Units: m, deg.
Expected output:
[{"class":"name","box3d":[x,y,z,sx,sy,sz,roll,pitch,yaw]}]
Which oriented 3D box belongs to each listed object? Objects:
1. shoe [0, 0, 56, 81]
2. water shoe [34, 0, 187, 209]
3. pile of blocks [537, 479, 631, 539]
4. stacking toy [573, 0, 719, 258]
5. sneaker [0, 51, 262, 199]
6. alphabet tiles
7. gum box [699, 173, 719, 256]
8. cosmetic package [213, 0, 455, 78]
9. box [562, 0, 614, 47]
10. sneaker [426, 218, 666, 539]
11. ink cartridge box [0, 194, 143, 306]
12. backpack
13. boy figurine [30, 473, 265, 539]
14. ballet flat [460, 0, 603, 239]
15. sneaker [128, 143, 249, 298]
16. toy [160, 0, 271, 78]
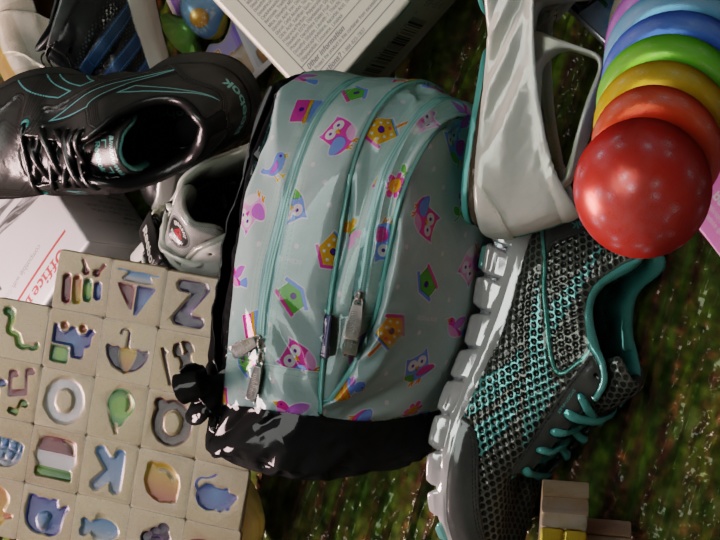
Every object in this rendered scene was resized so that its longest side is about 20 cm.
[{"class":"shoe","box3d":[-0.207,-0.166,1.126,0.053,0.069,0.201,-49,54,33]},{"class":"water shoe","box3d":[-0.159,-0.129,1.045,0.071,0.078,0.202,-176,74,-74]},{"class":"pile of blocks","box3d":[0.110,0.203,0.802,0.061,0.082,0.203,3,88,5]},{"class":"stacking toy","box3d":[0.133,-0.065,0.721,0.084,0.200,0.086,8,122,14]},{"class":"sneaker","box3d":[-0.157,-0.080,0.981,0.198,0.079,0.076,-14,111,16]},{"class":"alphabet tiles","box3d":[-0.138,0.096,0.954,0.164,0.006,0.203,9,92,14]},{"class":"gum box","box3d":[0.238,0.007,0.706,0.114,0.066,0.201,-47,50,19]},{"class":"cosmetic package","box3d":[-0.048,-0.194,0.944,0.104,0.073,0.200,-45,78,15]},{"class":"box","box3d":[0.162,-0.198,0.800,0.110,0.035,0.201,46,126,18]},{"class":"sneaker","box3d":[0.094,0.059,0.841,0.091,0.077,0.202,15,95,36]},{"class":"ink cartridge box","box3d":[-0.205,-0.012,1.105,0.116,0.066,0.200,-53,55,21]},{"class":"backpack","box3d":[0.000,0.000,0.875,0.125,0.167,0.203,12,95,24]},{"class":"boy figurine","box3d":[-0.134,0.108,1.009,0.198,0.125,0.065,21,139,21]},{"class":"ballet flat","box3d":[0.086,-0.115,0.813,0.069,0.069,0.203,2,91,40]},{"class":"sneaker","box3d":[-0.097,-0.018,0.980,0.200,0.088,0.074,-42,67,18]},{"class":"toy","box3d":[-0.051,-0.202,1.014,0.200,0.047,0.116,-41,62,29]}]
